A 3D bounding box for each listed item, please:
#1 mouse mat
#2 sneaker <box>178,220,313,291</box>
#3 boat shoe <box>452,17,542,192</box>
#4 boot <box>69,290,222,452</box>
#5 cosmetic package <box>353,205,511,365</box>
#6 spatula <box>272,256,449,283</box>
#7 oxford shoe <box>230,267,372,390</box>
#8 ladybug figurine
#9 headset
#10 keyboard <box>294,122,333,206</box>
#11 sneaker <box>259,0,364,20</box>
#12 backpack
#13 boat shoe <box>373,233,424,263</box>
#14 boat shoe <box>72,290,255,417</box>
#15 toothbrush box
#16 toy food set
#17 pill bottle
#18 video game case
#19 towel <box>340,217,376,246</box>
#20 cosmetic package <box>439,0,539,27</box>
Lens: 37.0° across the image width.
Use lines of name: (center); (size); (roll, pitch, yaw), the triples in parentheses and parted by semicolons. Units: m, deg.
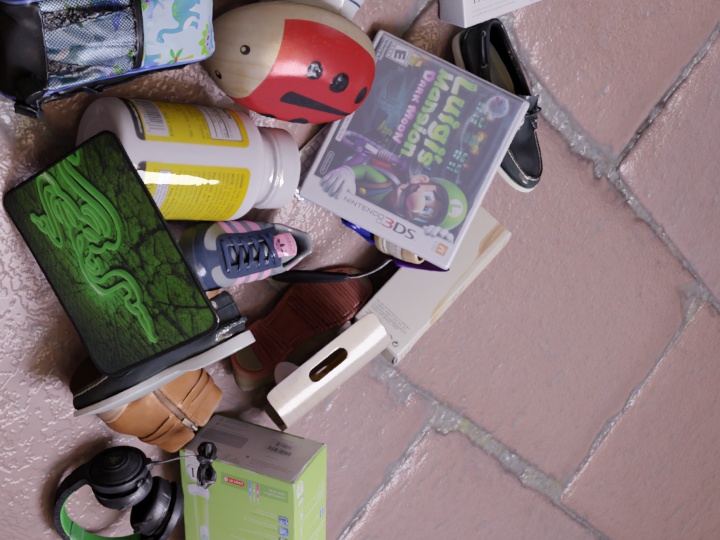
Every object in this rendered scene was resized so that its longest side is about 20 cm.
mouse mat: (-0.227, -0.009, 0.970); (0.201, 0.161, 0.008); (62, 32, -6)
sneaker: (-0.112, -0.022, 1.075); (0.200, 0.082, 0.070); (-26, 105, -71)
boat shoe: (0.166, -0.188, 1.197); (0.074, 0.066, 0.200); (-4, 72, -41)
boot: (-0.191, 0.096, 1.145); (0.200, 0.074, 0.155); (-42, 131, 4)
cosmetic package: (0.084, 0.014, 1.282); (0.200, 0.071, 0.105); (-47, 173, -7)
spatula: (0.000, 0.000, 1.207); (0.199, 0.057, 0.021); (-7, 104, 1)
oxford shoe: (-0.071, 0.065, 1.238); (0.200, 0.071, 0.074); (-32, 160, -26)
ladybug figurine: (-0.062, -0.195, 1.054); (0.199, 0.072, 0.136); (7, 148, -40)
headset: (-0.234, 0.245, 1.145); (0.200, 0.094, 0.124); (-34, 121, 11)
keyboard: (-0.007, -0.158, 1.193); (0.200, 0.011, 0.056); (-46, 132, -10)
sneaker: (-0.075, -0.276, 1.036); (0.200, 0.073, 0.071); (16, 99, -42)
backpack: (-0.221, -0.228, 0.875); (0.200, 0.183, 0.148); (-17, 123, -36)
boat shoe: (0.103, -0.084, 1.212); (0.200, 0.069, 0.074); (-49, 146, -12)
boat shoe: (-0.199, 0.083, 1.046); (0.199, 0.076, 0.061); (-25, 87, 8)
toothbrush box: (-0.120, 0.282, 1.231); (0.086, 0.145, 0.201); (-43, 140, -56)
toy food set: (-0.047, 0.109, 1.199); (0.143, 0.200, 0.060); (-39, 87, -11)
pill bottle: (-0.161, -0.103, 1.034); (0.199, 0.111, 0.112); (0, 112, -37)
video game case: (0.057, -0.130, 1.156); (0.201, 0.181, 0.023); (-63, 178, -1)
towel: (0.062, -0.119, 1.240); (0.200, 0.049, 0.148); (-58, 148, 1)
cosmetic package: (0.173, -0.372, 1.194); (0.200, 0.052, 0.151); (-25, 123, -25)
